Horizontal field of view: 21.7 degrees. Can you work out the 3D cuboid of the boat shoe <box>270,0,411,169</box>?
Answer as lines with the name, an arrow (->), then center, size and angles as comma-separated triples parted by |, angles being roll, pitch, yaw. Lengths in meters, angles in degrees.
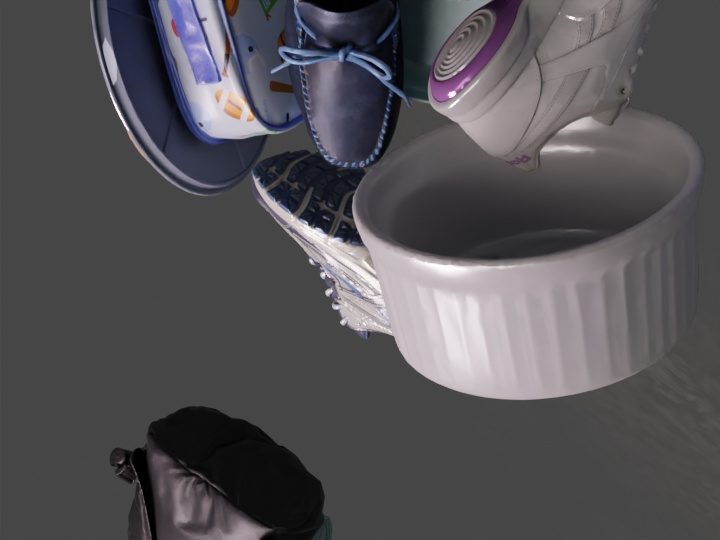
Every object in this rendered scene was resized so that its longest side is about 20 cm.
boat shoe -> -0.016, -0.152, 1.078 | 0.084, 0.069, 0.201 | -7, 109, 3

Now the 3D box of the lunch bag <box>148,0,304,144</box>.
lunch bag -> -0.071, -0.185, 1.148 | 0.075, 0.160, 0.201 | -5, 108, 38

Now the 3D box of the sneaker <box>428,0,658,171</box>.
sneaker -> 0.129, -0.143, 1.044 | 0.200, 0.075, 0.100 | -46, 118, 3

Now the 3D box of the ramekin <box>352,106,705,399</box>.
ramekin -> 0.100, -0.011, 1.079 | 0.200, 0.200, 0.098 | 10, 124, 34

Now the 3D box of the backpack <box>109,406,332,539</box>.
backpack -> -0.099, 0.215, 1.383 | 0.167, 0.126, 0.201 | 37, 130, 33

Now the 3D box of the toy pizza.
toy pizza -> -0.115, -0.145, 1.174 | 0.032, 0.200, 0.201 | -9, 105, 28

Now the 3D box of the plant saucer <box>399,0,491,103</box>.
plant saucer -> 0.051, -0.198, 1.102 | 0.199, 0.027, 0.201 | 5, 111, 13

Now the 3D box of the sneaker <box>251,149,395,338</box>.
sneaker -> 0.000, 0.000, 1.240 | 0.200, 0.077, 0.085 | 38, 133, 18
